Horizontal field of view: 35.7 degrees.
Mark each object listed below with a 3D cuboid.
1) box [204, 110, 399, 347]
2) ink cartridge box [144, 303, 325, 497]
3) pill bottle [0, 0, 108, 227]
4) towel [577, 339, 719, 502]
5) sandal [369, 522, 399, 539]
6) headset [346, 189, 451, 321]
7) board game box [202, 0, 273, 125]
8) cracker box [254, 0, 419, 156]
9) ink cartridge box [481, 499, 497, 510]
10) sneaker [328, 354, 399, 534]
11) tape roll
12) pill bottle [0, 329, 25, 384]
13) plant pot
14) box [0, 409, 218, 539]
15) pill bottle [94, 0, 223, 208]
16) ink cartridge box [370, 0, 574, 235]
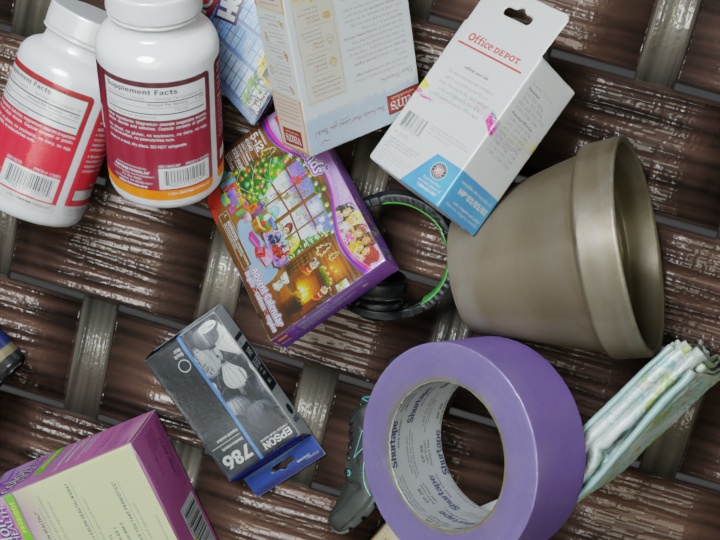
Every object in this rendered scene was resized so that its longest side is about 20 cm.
[{"bbox_3d":[-0.066,-0.049,1.077,0.136,0.039,0.202,-34,66,13],"label":"box"},{"bbox_3d":[-0.131,0.146,1.184,0.099,0.039,0.201,-34,99,12],"label":"ink cartridge box"},{"bbox_3d":[-0.292,-0.155,1.087,0.111,0.112,0.202,25,105,-1],"label":"pill bottle"},{"bbox_3d":[0.264,0.148,1.074,0.200,0.171,0.048,-47,68,14],"label":"towel"},{"bbox_3d":[0.031,0.324,1.194,0.077,0.070,0.214,27,105,-1],"label":"sandal"},{"bbox_3d":[0.000,0.000,1.103,0.197,0.094,0.125,-20,101,18],"label":"headset"},{"bbox_3d":[-0.126,-0.281,1.064,0.198,0.062,0.201,33,105,-4],"label":"board game box"},{"bbox_3d":[-0.022,-0.223,1.014,0.133,0.057,0.203,-25,119,-28],"label":"cracker box"},{"bbox_3d":[0.152,0.324,1.113,0.067,0.200,0.118,-23,101,11],"label":"ink cartridge box"},{"bbox_3d":[0.018,0.181,1.167,0.079,0.075,0.202,34,97,7],"label":"sneaker"},{"bbox_3d":[0.101,0.164,1.026,0.198,0.084,0.204,1,92,43],"label":"tape roll"},{"bbox_3d":[-0.454,0.057,1.159,0.112,0.112,0.200,-40,97,14],"label":"pill bottle"},{"bbox_3d":[0.180,-0.010,1.049,0.171,0.200,0.203,-9,104,26],"label":"plant pot"},{"bbox_3d":[-0.279,0.278,1.203,0.197,0.097,0.178,-23,101,10],"label":"box"},{"bbox_3d":[-0.182,-0.168,1.018,0.111,0.114,0.203,7,129,4],"label":"pill bottle"},{"bbox_3d":[0.113,-0.150,1.026,0.068,0.115,0.201,32,95,-44],"label":"ink cartridge box"}]
